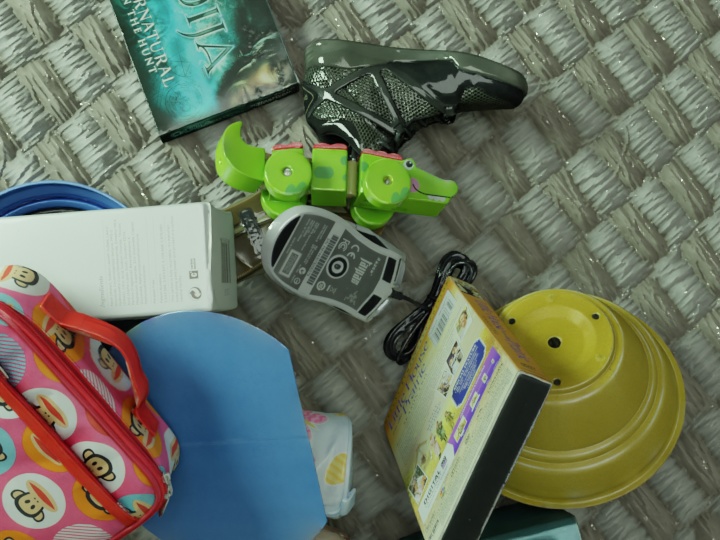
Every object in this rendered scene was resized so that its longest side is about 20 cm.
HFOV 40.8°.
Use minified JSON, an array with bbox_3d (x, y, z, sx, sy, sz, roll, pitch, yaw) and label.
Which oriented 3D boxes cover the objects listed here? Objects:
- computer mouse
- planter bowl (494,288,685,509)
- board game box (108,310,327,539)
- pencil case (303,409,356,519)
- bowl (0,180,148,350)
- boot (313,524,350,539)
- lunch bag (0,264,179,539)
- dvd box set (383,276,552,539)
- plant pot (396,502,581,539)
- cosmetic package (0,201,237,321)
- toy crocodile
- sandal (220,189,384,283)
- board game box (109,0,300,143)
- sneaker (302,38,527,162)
[{"bbox_3d":[0.000,0.000,0.796,0.198,0.044,0.111,28,97,-32],"label":"computer mouse"},{"bbox_3d":[0.156,0.077,0.769,0.197,0.084,0.203,-8,50,10],"label":"planter bowl"},{"bbox_3d":[-0.104,0.119,0.713,0.155,0.039,0.203,-6,106,18],"label":"board game box"},{"bbox_3d":[-0.101,0.152,0.782,0.196,0.091,0.084,4,119,-6],"label":"pencil case"},{"bbox_3d":[-0.256,0.028,0.812,0.197,0.039,0.204,1,82,-5],"label":"bowl"},{"bbox_3d":[-0.110,0.261,0.722,0.197,0.146,0.071,-15,107,15],"label":"boot"},{"bbox_3d":[-0.221,0.102,0.665,0.175,0.082,0.201,-33,108,15],"label":"lunch bag"},{"bbox_3d":[0.072,0.104,0.730,0.029,0.200,0.148,20,103,-14],"label":"dvd box set"},{"bbox_3d":[0.073,0.274,0.760,0.196,0.141,0.144,-9,83,-2],"label":"plant pot"},{"bbox_3d":[-0.199,-0.002,0.730,0.196,0.113,0.083,-2,89,1],"label":"cosmetic package"},{"bbox_3d":[-0.020,-0.075,0.782,0.196,0.068,0.063,6,74,-6],"label":"toy crocodile"},{"bbox_3d":[-0.076,-0.029,0.826,0.197,0.054,0.081,-21,81,-13],"label":"sandal"},{"bbox_3d":[-0.150,-0.232,0.862,0.133,0.028,0.203,-21,85,-7],"label":"board game box"},{"bbox_3d":[0.045,-0.134,0.844,0.196,0.076,0.116,4,84,-1],"label":"sneaker"}]
